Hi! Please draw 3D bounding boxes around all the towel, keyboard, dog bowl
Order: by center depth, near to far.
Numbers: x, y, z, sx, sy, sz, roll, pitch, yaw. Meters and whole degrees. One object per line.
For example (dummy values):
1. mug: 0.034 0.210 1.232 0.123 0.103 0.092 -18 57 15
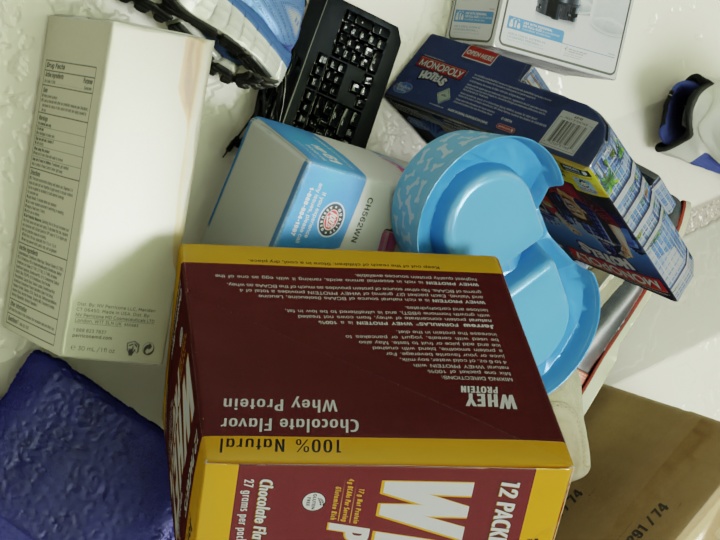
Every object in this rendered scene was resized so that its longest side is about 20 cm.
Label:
1. towel: -0.199 0.167 1.099 0.148 0.050 0.200 35 82 -3
2. dog bowl: 0.084 -0.004 1.130 0.111 0.050 0.200 -35 127 -16
3. keyboard: -0.036 -0.083 1.178 0.104 0.040 0.201 19 88 -32

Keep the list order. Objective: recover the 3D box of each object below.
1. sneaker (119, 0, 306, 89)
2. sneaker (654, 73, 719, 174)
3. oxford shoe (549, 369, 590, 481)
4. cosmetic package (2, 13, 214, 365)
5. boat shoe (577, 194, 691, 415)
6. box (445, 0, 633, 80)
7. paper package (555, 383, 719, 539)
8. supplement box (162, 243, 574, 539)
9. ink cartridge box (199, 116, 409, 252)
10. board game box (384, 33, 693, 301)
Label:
1. sneaker: -0.111 -0.203 1.102 0.200 0.078 0.089 41 64 -33
2. sneaker: 0.292 -0.103 1.345 0.199 0.115 0.081 29 85 -60
3. oxford shoe: 0.111 0.059 1.247 0.074 0.071 0.201 9 64 -47
4. cosmetic package: -0.155 -0.051 1.078 0.071 0.105 0.201 7 97 -32
5. boat shoe: 0.179 0.022 1.309 0.062 0.071 0.200 30 80 8
6. box: 0.141 -0.244 1.240 0.116 0.060 0.201 12 92 -31
7. paper package: 0.193 0.202 1.273 0.200 0.190 0.104 -47 120 -16
8. supplement box: -0.007 0.097 1.004 0.197 0.200 0.133 2 124 -12
9. ink cartridge box: 0.000 0.000 1.163 0.200 0.085 0.145 13 105 -38
10. board game box: 0.143 -0.058 1.222 0.062 0.200 0.200 -52 133 -11
